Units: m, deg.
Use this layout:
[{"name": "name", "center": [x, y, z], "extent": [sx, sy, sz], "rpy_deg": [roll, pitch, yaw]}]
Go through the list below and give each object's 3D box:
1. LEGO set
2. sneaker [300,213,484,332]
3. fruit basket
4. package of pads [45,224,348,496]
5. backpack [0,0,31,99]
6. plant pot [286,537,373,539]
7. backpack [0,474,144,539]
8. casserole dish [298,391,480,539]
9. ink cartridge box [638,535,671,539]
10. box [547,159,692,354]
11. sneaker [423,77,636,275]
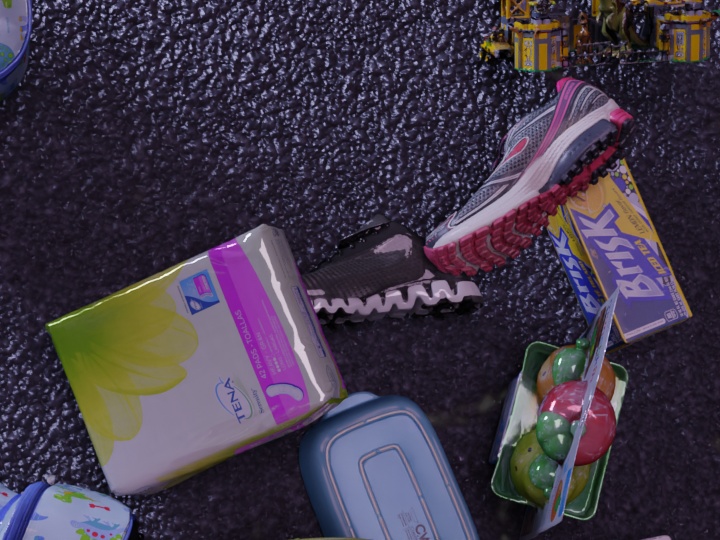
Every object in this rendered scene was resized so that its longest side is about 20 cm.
[{"name": "LEGO set", "center": [0.201, -0.240, 1.336], "extent": [0.200, 0.154, 0.116], "rpy_deg": [-3, 106, -1]}, {"name": "sneaker", "center": [0.000, 0.000, 1.295], "extent": [0.200, 0.066, 0.091], "rpy_deg": [-5, 75, -15]}, {"name": "fruit basket", "center": [0.157, 0.116, 1.231], "extent": [0.094, 0.200, 0.186], "rpy_deg": [15, 76, 7]}, {"name": "package of pads", "center": [-0.125, 0.074, 1.217], "extent": [0.200, 0.068, 0.155], "rpy_deg": [-24, 82, 11]}, {"name": "backpack", "center": [-0.358, -0.204, 1.213], "extent": [0.200, 0.147, 0.183], "rpy_deg": [-8, 83, -16]}, {"name": "plant pot", "center": [-0.036, 0.302, 1.162], "extent": [0.200, 0.200, 0.193], "rpy_deg": [-1, 72, -12]}, {"name": "backpack", "center": [-0.243, 0.236, 1.123], "extent": [0.147, 0.200, 0.183], "rpy_deg": [21, 76, -7]}, {"name": "casserole dish", "center": [0.028, 0.193, 1.272], "extent": [0.121, 0.039, 0.200], "rpy_deg": [-21, 84, -14]}, {"name": "ink cartridge box", "center": [0.187, 0.327, 1.261], "extent": [0.176, 0.045, 0.200], "rpy_deg": [-6, 79, -21]}, {"name": "box", "center": [0.206, -0.035, 1.341], "extent": [0.070, 0.064, 0.200], "rpy_deg": [-21, 82, -14]}, {"name": "sneaker", "center": [0.130, -0.073, 1.279], "extent": [0.200, 0.081, 0.075], "rpy_deg": [-40, 64, -7]}]
